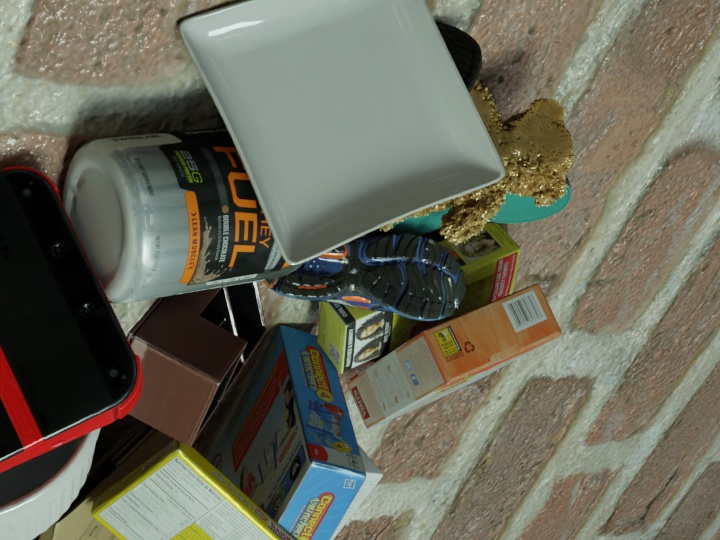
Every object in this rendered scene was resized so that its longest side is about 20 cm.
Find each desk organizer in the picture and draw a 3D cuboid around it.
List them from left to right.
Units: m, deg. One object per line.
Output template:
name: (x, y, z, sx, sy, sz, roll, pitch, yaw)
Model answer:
desk organizer: (-0.125, 0.049, 1.122, 0.072, 0.077, 0.200, -63, 179, 28)

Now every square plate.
square plate: (-0.013, -0.124, 1.064, 0.199, 0.199, 0.028, -23, 175, -24)

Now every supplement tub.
supplement tub: (-0.116, -0.047, 1.080, 0.199, 0.123, 0.123, -11, 135, -38)

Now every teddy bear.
teddy bear: (0.084, -0.096, 1.225, 0.199, 0.145, 0.067, -26, 175, -15)

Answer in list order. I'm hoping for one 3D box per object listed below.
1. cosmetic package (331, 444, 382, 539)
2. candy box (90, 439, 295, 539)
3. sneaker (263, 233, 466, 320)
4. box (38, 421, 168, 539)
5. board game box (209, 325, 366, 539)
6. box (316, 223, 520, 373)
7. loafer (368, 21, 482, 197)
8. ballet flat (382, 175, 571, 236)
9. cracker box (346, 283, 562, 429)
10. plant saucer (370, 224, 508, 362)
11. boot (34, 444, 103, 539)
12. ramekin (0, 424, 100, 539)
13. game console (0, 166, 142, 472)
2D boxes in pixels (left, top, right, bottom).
cosmetic package: (-0.078, 0.247, 1.452, 0.071, 0.102, 0.200, 15, 118, -51)
candy box: (-0.123, 0.234, 1.198, 0.102, 0.026, 0.200, -37, 114, 14)
sneaker: (0.000, 0.000, 1.248, 0.199, 0.078, 0.076, 12, 85, -17)
box: (-0.241, 0.232, 1.272, 0.163, 0.021, 0.200, -45, 164, -46)
board game box: (-0.077, 0.190, 1.305, 0.056, 0.196, 0.201, 16, 120, -22)
box: (0.055, 0.023, 1.332, 0.199, 0.050, 0.075, -23, 143, -25)
loafer: (0.036, -0.122, 1.151, 0.200, 0.073, 0.071, -60, 177, -29)
ballet flat: (0.098, -0.078, 1.293, 0.199, 0.068, 0.068, -8, 130, -26)
cracker box: (0.085, 0.084, 1.345, 0.133, 0.058, 0.200, -21, 171, -27)
plant saucer: (0.060, 0.007, 1.388, 0.199, 0.029, 0.201, -26, 143, -22)
boot: (-0.328, 0.209, 1.192, 0.211, 0.079, 0.158, 11, 120, -49)
ramekin: (-0.288, 0.114, 1.034, 0.199, 0.200, 0.105, -25, 153, -22)
game console: (-0.262, 0.037, 0.980, 0.176, 0.201, 0.031, -24, 169, -19)
